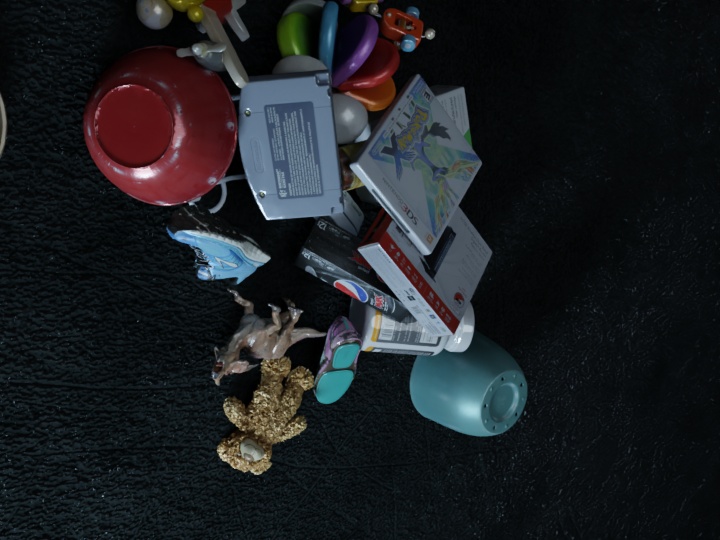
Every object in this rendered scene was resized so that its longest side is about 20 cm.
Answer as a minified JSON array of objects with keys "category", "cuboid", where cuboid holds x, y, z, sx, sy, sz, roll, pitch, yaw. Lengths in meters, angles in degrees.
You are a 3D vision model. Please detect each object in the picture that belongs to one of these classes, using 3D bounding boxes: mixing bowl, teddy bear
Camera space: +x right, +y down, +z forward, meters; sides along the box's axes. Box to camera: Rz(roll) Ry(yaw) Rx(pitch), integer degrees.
[{"category":"mixing bowl","cuboid":[-0.258,-0.175,0.879,0.197,0.108,0.203,0,101,2]},{"category":"teddy bear","cuboid":[-0.151,0.236,1.170,0.200,0.067,0.146,-47,123,-16]}]

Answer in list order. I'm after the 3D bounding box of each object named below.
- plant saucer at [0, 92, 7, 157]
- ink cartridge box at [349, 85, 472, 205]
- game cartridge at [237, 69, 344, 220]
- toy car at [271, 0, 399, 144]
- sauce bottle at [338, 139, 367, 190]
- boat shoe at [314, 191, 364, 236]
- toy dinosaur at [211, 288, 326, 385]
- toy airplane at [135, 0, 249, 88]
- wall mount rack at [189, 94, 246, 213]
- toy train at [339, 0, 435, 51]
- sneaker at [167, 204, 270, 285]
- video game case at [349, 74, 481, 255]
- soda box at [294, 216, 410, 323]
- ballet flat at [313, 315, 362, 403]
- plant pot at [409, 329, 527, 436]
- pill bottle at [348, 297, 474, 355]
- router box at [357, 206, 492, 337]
[{"category":"plant saucer","cuboid":[-0.508,-0.172,0.810,0.198,0.029,0.203,-12,111,-34]},{"category":"ink cartridge box","cuboid":[0.084,-0.209,1.195,0.198,0.084,0.148,-26,117,-27]},{"category":"game cartridge","cuboid":[-0.096,-0.166,0.972,0.131,0.042,0.202,-1,122,6]},{"category":"toy car","cuboid":[-0.025,-0.296,1.016,0.200,0.149,0.177,37,46,-40]},{"category":"sauce bottle","cuboid":[0.038,-0.171,1.080,0.198,0.066,0.067,-21,115,-29]},{"category":"boat shoe","cuboid":[-0.060,-0.125,1.136,0.067,0.073,0.201,-60,139,-24]},{"category":"toy dinosaur","cuboid":[-0.154,0.111,1.122,0.198,0.085,0.137,11,98,-43]},{"category":"toy airplane","cuboid":[-0.212,-0.342,0.893,0.140,0.200,0.200,-30,132,-7]},{"category":"wall mount rack","cuboid":[-0.191,-0.178,1.011,0.172,0.074,0.203,-22,117,-31]},{"category":"toy train","cuboid":[0.036,-0.408,1.066,0.148,0.056,0.202,13,61,-17]},{"category":"sneaker","cuboid":[-0.206,-0.022,1.020,0.090,0.078,0.200,-50,151,3]},{"category":"video game case","cuboid":[0.089,-0.158,1.064,0.183,0.022,0.201,48,57,-26]},{"category":"soda box","cuboid":[0.000,0.000,1.139,0.198,0.063,0.071,29,60,-4]},{"category":"ballet flat","cuboid":[-0.040,0.146,1.208,0.068,0.072,0.201,-2,141,-16]},{"category":"plant pot","cuboid":[0.220,0.223,1.378,0.199,0.160,0.203,-12,111,-33]},{"category":"pill bottle","cuboid":[0.087,0.085,1.233,0.197,0.116,0.118,6,101,-17]},{"category":"router box","cuboid":[0.106,-0.031,1.111,0.200,0.049,0.180,48,53,-25]}]
